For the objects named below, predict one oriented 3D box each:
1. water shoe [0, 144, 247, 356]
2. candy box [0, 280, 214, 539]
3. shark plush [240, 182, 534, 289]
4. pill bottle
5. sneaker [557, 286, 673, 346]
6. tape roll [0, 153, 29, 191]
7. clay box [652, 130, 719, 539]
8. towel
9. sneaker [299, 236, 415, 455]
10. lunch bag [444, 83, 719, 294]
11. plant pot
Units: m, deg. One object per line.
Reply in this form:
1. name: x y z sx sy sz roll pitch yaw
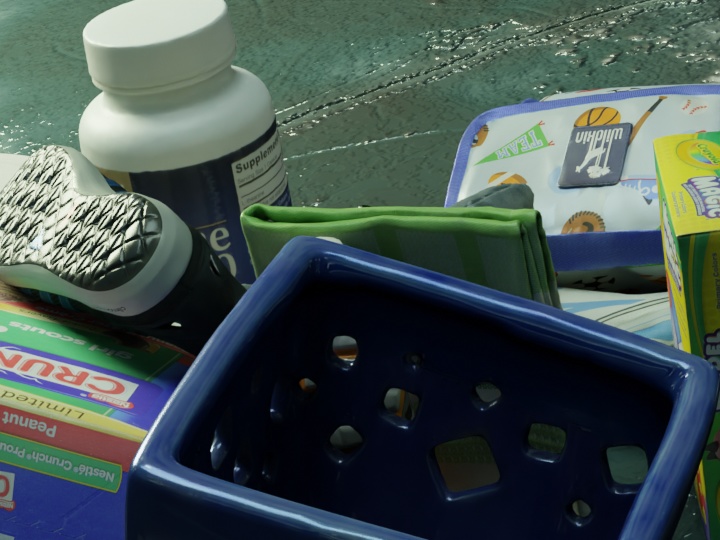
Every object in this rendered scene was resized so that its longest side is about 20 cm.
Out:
1. water shoe: -0.118 -0.001 1.290 0.072 0.079 0.200 -52 28 -5
2. candy box: -0.150 0.065 1.252 0.168 0.077 0.200 16 15 8
3. shark plush: 0.000 0.000 1.364 0.199 0.084 0.091 -1 27 -29
4. pill bottle: -0.096 -0.048 1.551 0.110 0.201 0.111 -9 24 4
5. sneaker: 0.122 0.050 1.419 0.199 0.072 0.073 -8 33 14
6. tape roll: -0.261 0.000 1.671 0.201 0.071 0.203 -8 25 4
7. clay box: 0.170 0.023 1.296 0.047 0.201 0.115 -9 24 4
8. towel: 0.030 0.057 1.283 0.148 0.201 0.031 0 37 21
9. sneaker: -0.004 0.080 1.257 0.078 0.201 0.077 -5 15 16
10. lunch bag: 0.147 -0.039 1.499 0.169 0.125 0.200 -3 13 22
11. plant pot: 0.018 0.127 1.120 0.199 0.181 0.200 17 31 10
